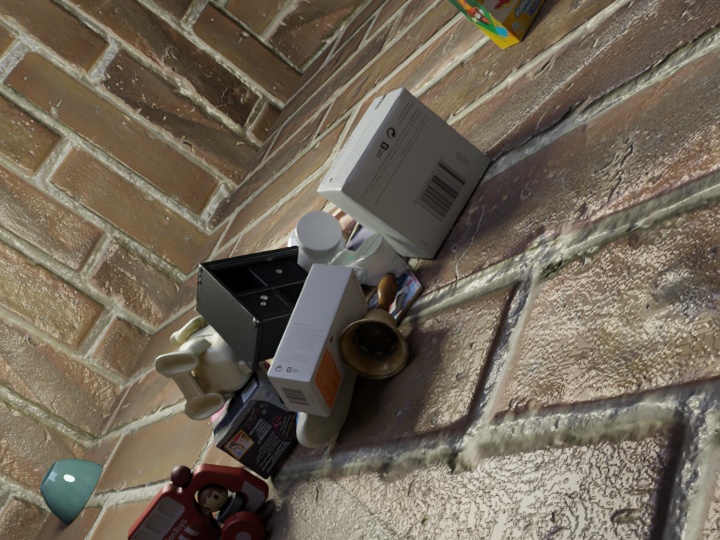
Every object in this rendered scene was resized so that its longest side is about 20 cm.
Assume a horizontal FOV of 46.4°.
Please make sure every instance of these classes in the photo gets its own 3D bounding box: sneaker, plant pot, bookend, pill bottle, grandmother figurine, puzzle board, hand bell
[{"bbox_3d":[0.000,0.000,1.432,0.200,0.080,0.071,-16,41,55],"label":"sneaker"},{"bbox_3d":[-0.070,0.184,1.315,0.111,0.077,0.202,-12,49,47],"label":"sneaker"},{"bbox_3d":[-0.924,0.673,2.642,0.200,0.134,0.201,-48,18,22],"label":"plant pot"},{"bbox_3d":[-0.141,0.056,1.401,0.200,0.197,0.093,39,129,43],"label":"bookend"},{"bbox_3d":[-0.086,-0.023,1.595,0.201,0.111,0.113,103,-171,-59],"label":"pill bottle"},{"bbox_3d":[0.017,-0.146,1.593,0.200,0.060,0.122,-48,27,30],"label":"grandmother figurine"},{"bbox_3d":[0.024,0.080,1.394,0.201,0.017,0.151,-53,18,8],"label":"puzzle board"},{"bbox_3d":[0.032,0.063,1.286,0.104,0.104,0.201,-45,15,29],"label":"hand bell"}]

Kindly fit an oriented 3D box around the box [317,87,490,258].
[{"bbox_3d":[0.071,-0.156,1.387,0.200,0.199,0.131,-58,18,-9],"label":"box"}]

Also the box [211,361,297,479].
[{"bbox_3d":[-0.176,0.246,1.464,0.133,0.114,0.200,-52,18,1],"label":"box"}]

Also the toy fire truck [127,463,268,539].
[{"bbox_3d":[-0.245,0.384,1.308,0.201,0.167,0.112,-51,18,13],"label":"toy fire truck"}]

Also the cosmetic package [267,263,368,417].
[{"bbox_3d":[-0.058,0.101,1.243,0.070,0.102,0.201,5,55,22],"label":"cosmetic package"}]

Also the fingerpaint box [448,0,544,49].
[{"bbox_3d":[0.279,-0.562,1.619,0.201,0.166,0.073,-60,21,-11],"label":"fingerpaint box"}]

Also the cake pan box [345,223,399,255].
[{"bbox_3d":[0.052,-0.089,1.567,0.201,0.052,0.184,-57,19,-4],"label":"cake pan box"}]

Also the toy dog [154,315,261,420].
[{"bbox_3d":[-0.245,0.124,1.464,0.193,0.140,0.201,-29,24,19],"label":"toy dog"}]
